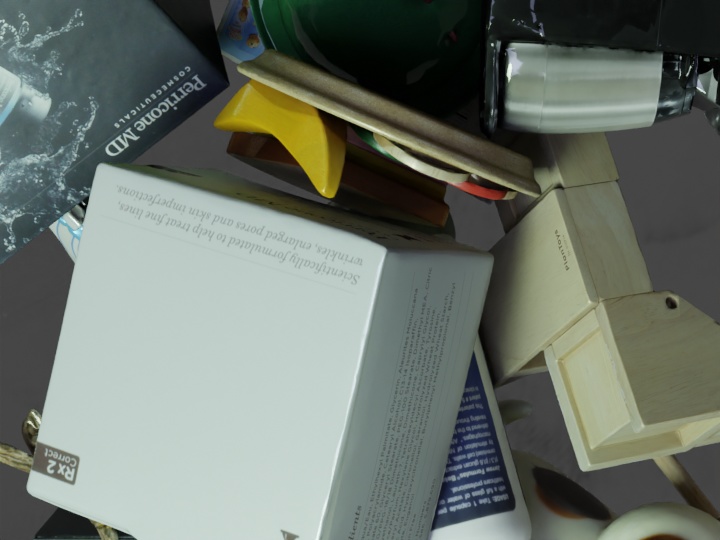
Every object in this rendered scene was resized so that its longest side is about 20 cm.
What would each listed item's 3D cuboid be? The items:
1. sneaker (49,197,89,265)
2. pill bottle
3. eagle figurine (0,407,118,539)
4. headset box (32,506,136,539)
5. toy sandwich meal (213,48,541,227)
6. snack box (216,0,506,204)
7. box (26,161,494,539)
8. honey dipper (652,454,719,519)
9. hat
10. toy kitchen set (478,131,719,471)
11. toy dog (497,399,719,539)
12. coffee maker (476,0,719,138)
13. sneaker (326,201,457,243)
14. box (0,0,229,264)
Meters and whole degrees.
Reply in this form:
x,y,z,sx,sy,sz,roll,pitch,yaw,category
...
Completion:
x,y,z,sx,sy,sz,roll,pitch,yaw,category
-0.159,-0.005,1.828,0.200,0.075,0.087,46,132,-2,sneaker
0.037,0.126,1.686,0.111,0.111,0.201,-21,79,28,pill bottle
-0.112,0.095,1.790,0.200,0.152,0.151,-35,74,21,eagle figurine
-0.109,0.232,1.909,0.173,0.093,0.201,-1,114,21,headset box
0.005,-0.063,1.603,0.204,0.205,0.071,24,94,9,toy sandwich meal
0.009,-0.119,1.730,0.199,0.024,0.072,30,122,6,snack box
-0.057,0.058,1.601,0.198,0.131,0.201,17,98,28,box
0.205,0.135,1.773,0.038,0.038,0.200,-32,102,31,honey dipper
-0.009,-0.162,1.610,0.165,0.176,0.201,-10,100,16,hat
0.170,0.014,1.707,0.163,0.180,0.201,-45,59,58,toy kitchen set
0.143,0.185,1.759,0.199,0.139,0.195,7,89,35,toy dog
0.167,-0.158,1.557,0.199,0.135,0.193,3,128,-1,coffee maker
0.000,0.000,1.774,0.200,0.067,0.090,-47,55,51,sneaker
-0.216,-0.142,1.687,0.196,0.118,0.200,-37,122,12,box
